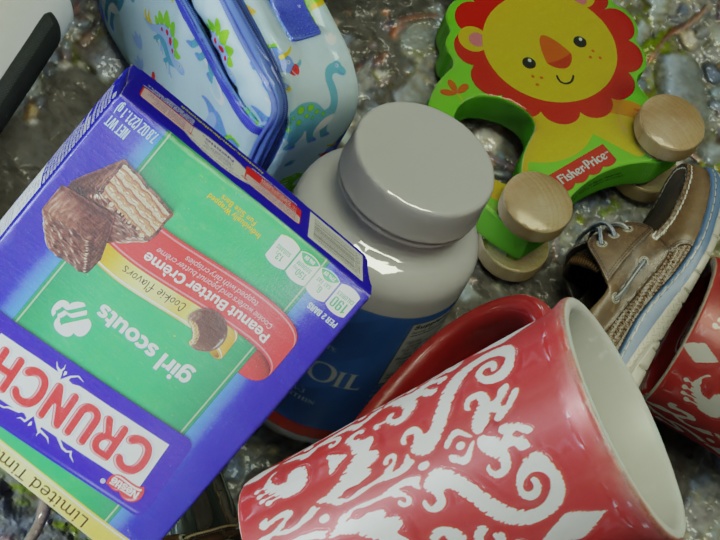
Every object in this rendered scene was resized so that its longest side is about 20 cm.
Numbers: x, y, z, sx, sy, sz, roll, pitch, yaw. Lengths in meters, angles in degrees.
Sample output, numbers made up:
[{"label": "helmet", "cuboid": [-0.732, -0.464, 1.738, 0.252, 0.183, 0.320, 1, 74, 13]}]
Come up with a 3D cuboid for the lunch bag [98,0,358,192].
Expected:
[{"label": "lunch bag", "cuboid": [-0.084, -0.149, 1.415, 0.082, 0.161, 0.201, -19, 73, -28]}]

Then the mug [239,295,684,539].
[{"label": "mug", "cuboid": [0.053, 0.113, 1.213, 0.134, 0.199, 0.178, 61, 15, -8]}]

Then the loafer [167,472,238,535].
[{"label": "loafer", "cuboid": [-0.126, 0.077, 1.348, 0.063, 0.072, 0.201, -6, 73, -44]}]

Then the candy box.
[{"label": "candy box", "cuboid": [-0.120, 0.025, 1.215, 0.169, 0.200, 0.077, 39, 13, -10]}]

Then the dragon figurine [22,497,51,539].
[{"label": "dragon figurine", "cuboid": [-0.196, 0.062, 1.322, 0.059, 0.099, 0.201, -6, 85, -24]}]

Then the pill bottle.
[{"label": "pill bottle", "cuboid": [0.000, 0.000, 1.329, 0.112, 0.200, 0.113, 14, 46, -15]}]

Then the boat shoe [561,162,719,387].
[{"label": "boat shoe", "cuboid": [0.168, 0.005, 1.472, 0.072, 0.072, 0.201, 33, 65, -9]}]

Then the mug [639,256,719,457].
[{"label": "mug", "cuboid": [0.295, 0.065, 1.461, 0.199, 0.133, 0.178, 27, 97, -1]}]

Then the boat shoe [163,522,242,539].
[{"label": "boat shoe", "cuboid": [-0.135, 0.184, 1.268, 0.201, 0.075, 0.075, -10, 38, -2]}]

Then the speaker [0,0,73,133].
[{"label": "speaker", "cuboid": [-0.250, -0.098, 1.371, 0.081, 0.081, 0.201, 30, 57, -4]}]

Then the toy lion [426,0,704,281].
[{"label": "toy lion", "cuboid": [0.116, -0.114, 1.540, 0.200, 0.069, 0.192, -30, 71, -30]}]
